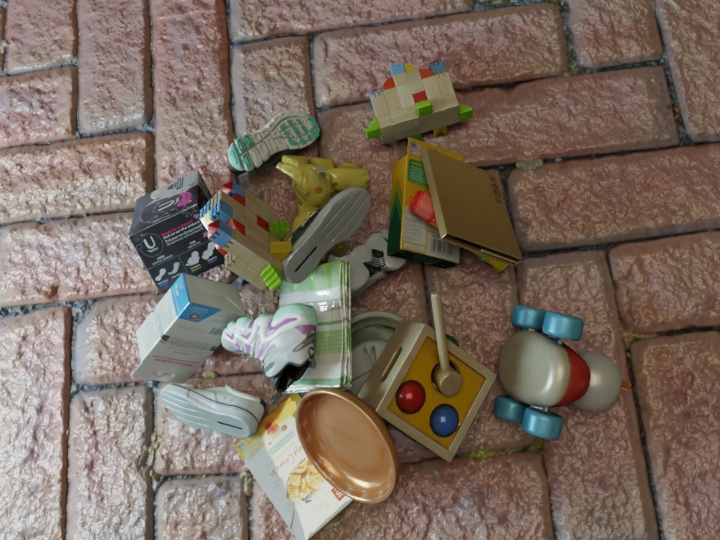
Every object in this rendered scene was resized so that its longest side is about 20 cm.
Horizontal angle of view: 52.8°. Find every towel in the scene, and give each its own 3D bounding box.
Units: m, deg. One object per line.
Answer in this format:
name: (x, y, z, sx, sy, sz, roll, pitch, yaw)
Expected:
towel: (-0.079, 0.092, 1.167, 0.147, 0.030, 0.205, -9, 77, 32)

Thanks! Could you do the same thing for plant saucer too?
plant saucer: (-0.017, 0.266, 1.126, 0.200, 0.202, 0.037, 42, 45, 15)
plant saucer: (0.020, 0.169, 1.218, 0.196, 0.050, 0.205, 0, 89, -19)

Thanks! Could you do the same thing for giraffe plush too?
giraffe plush: (-0.073, -0.107, 1.282, 0.169, 0.200, 0.166, 9, 105, 5)

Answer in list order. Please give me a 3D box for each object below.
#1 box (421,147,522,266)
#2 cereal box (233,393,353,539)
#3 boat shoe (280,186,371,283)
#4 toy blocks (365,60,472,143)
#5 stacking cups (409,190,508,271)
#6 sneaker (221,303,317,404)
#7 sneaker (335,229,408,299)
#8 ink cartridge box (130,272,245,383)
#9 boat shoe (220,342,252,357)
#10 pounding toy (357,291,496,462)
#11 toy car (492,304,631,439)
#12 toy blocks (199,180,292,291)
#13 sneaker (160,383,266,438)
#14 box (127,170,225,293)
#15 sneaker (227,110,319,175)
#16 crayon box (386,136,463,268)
box: (0.185, -0.110, 1.221, 0.161, 0.021, 0.203, 16, 46, -27)
cereal box: (-0.100, 0.328, 1.216, 0.143, 0.040, 0.201, -39, 75, -5)
boat shoe: (-0.069, -0.067, 1.179, 0.200, 0.073, 0.071, -44, 37, -15)
toy blocks: (0.094, -0.325, 1.346, 0.196, 0.100, 0.139, -16, 65, 3)
stacking cups: (0.170, -0.069, 1.240, 0.197, 0.060, 0.061, 28, 77, -16)
sneaker: (-0.147, 0.142, 1.146, 0.198, 0.077, 0.143, -20, 67, 38)
sneaker: (0.000, 0.000, 1.274, 0.199, 0.115, 0.076, -30, 83, -40)
ink cartridge box: (-0.299, 0.103, 1.230, 0.200, 0.115, 0.069, -46, 49, 26)
boat shoe: (-0.144, 0.127, 1.255, 0.196, 0.073, 0.076, 15, 82, 17)
pounding toy: (0.111, 0.164, 1.148, 0.183, 0.142, 0.202, 35, 80, -16)
toy car: (0.341, 0.171, 1.175, 0.196, 0.176, 0.188, 13, 89, -20)
toy blocks: (-0.192, -0.066, 1.147, 0.100, 0.136, 0.202, -40, 35, 23)
sneaker: (-0.251, 0.231, 1.250, 0.196, 0.074, 0.071, 14, 36, 21)
box: (-0.310, -0.075, 1.252, 0.130, 0.201, 0.116, -25, 117, 0)
sneaker: (-0.168, -0.235, 1.356, 0.198, 0.091, 0.079, -27, 91, -27)
crayon box: (0.116, -0.116, 1.276, 0.124, 0.051, 0.205, 12, 74, -27)
